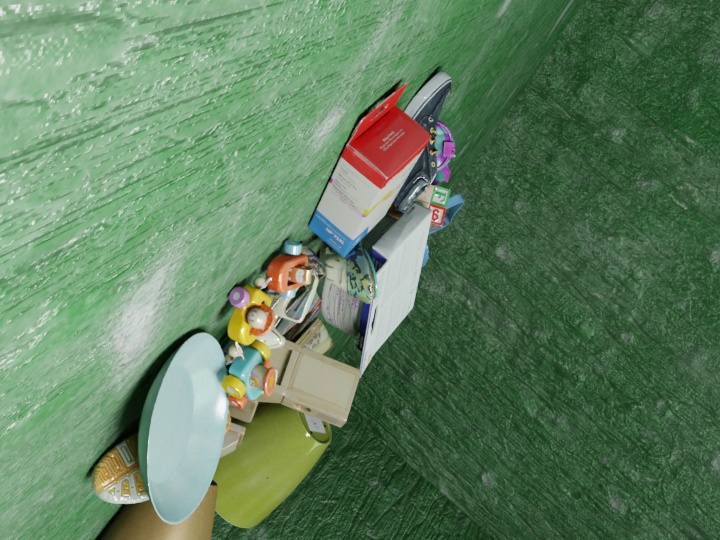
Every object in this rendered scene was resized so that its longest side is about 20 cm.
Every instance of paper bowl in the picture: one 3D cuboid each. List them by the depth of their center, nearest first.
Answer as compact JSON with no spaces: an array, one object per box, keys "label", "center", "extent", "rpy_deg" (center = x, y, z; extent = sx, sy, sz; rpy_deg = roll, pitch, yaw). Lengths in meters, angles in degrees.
[{"label":"paper bowl","center":[0.000,0.000,1.230],"extent":[0.201,0.103,0.204],"rpy_deg":[-48,152,-37]}]

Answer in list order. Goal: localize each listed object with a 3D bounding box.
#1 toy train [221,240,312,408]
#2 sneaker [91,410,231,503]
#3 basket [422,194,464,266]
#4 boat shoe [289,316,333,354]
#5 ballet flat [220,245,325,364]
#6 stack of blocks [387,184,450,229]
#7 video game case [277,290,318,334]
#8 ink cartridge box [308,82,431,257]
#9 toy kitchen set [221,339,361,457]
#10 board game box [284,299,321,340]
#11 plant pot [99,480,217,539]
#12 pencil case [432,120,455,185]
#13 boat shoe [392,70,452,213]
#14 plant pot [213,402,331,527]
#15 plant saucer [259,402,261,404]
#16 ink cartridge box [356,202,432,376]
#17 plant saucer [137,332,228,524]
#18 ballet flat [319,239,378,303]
[{"label":"toy train","center":[-0.103,0.072,0.914],"extent":[0.149,0.054,0.206],"rpy_deg":[-15,118,-62]},{"label":"sneaker","center":[-0.244,0.221,0.902],"extent":[0.087,0.077,0.198],"rpy_deg":[-26,180,38]},{"label":"basket","center":[0.101,-0.081,1.461],"extent":[0.195,0.142,0.177],"rpy_deg":[-20,168,-9]},{"label":"boat shoe","center":[-0.144,0.162,1.405],"extent":[0.198,0.064,0.073],"rpy_deg":[-32,-169,-25]},{"label":"ballet flat","center":[-0.115,0.061,1.004],"extent":[0.202,0.072,0.072],"rpy_deg":[-52,175,-4]},{"label":"stack of blocks","center":[0.086,-0.116,1.280],"extent":[0.200,0.112,0.060],"rpy_deg":[-20,125,-87]},{"label":"video game case","center":[-0.071,0.015,1.353],"extent":[0.202,0.017,0.143],"rpy_deg":[-56,174,24]},{"label":"ink cartridge box","center":[0.016,-0.124,0.950],"extent":[0.116,0.067,0.201],"rpy_deg":[-47,172,-40]},{"label":"toy kitchen set","center":[-0.124,0.225,1.142],"extent":[0.201,0.176,0.166],"rpy_deg":[119,-9,-62]},{"label":"board game box","center":[-0.134,0.129,1.533],"extent":[0.202,0.019,0.103],"rpy_deg":[-53,173,-1]},{"label":"plant pot","center":[-0.305,0.406,1.155],"extent":[0.187,0.183,0.204],"rpy_deg":[96,18,-80]},{"label":"pencil case","center":[0.108,-0.185,1.219],"extent":[0.200,0.090,0.087],"rpy_deg":[0,111,-85]},{"label":"boat shoe","center":[0.089,-0.182,1.079],"extent":[0.202,0.090,0.071],"rpy_deg":[-53,175,-2]},{"label":"plant pot","center":[-0.151,0.301,1.274],"extent":[0.198,0.189,0.187],"rpy_deg":[-36,180,19]},{"label":"plant saucer","center":[-0.158,0.231,1.350],"extent":[0.195,0.035,0.201],"rpy_deg":[-12,155,-5]},{"label":"ink cartridge box","center":[0.039,0.028,1.147],"extent":[0.200,0.040,0.203],"rpy_deg":[-47,153,-48]},{"label":"plant saucer","center":[-0.200,0.169,0.825],"extent":[0.201,0.038,0.207],"rpy_deg":[6,90,-78]},{"label":"ballet flat","center":[-0.022,-0.011,1.041],"extent":[0.075,0.073,0.201],"rpy_deg":[-53,-159,14]}]
